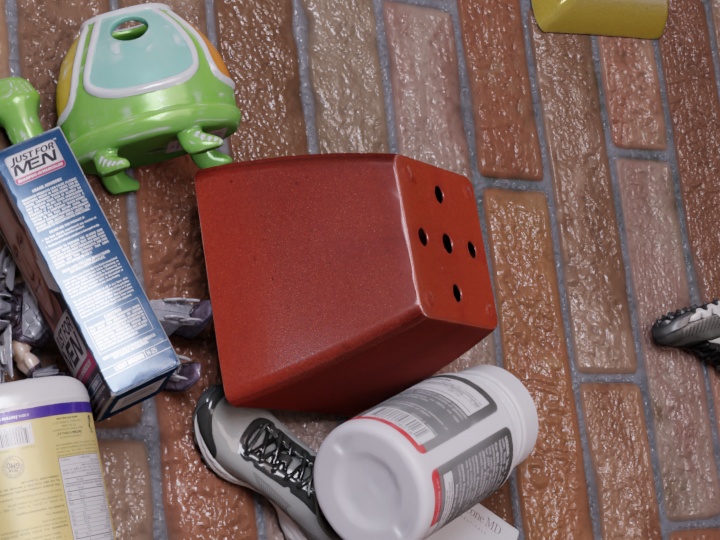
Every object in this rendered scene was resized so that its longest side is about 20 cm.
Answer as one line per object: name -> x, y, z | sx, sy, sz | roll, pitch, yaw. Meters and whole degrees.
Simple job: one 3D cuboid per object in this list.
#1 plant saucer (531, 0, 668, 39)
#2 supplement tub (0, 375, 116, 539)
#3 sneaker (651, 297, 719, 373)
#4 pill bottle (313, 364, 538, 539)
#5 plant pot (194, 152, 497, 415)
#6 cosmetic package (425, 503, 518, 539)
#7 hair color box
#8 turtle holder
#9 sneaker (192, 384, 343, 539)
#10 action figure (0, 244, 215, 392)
plant saucer -> 0.260, -0.359, 1.859 | 0.199, 0.048, 0.202 | -3, 79, -39
supplement tub -> -0.251, 0.188, 1.238 | 0.145, 0.145, 0.202 | -7, 82, -39
sneaker -> 0.392, 0.076, 1.824 | 0.199, 0.066, 0.091 | -6, 78, -41
pill bottle -> 0.060, 0.153, 1.429 | 0.200, 0.113, 0.115 | -21, 91, -53
plant pot -> 0.000, 0.000, 1.425 | 0.200, 0.175, 0.201 | 12, 65, -57
cosmetic package -> 0.058, 0.295, 1.496 | 0.101, 0.074, 0.201 | 36, 59, -25
hair color box -> -0.212, 0.005, 1.280 | 0.060, 0.100, 0.201 | -25, 82, -22
turtle holder -> -0.194, -0.138, 1.398 | 0.141, 0.184, 0.133 | -2, 76, -71
sneaker -> -0.060, 0.168, 1.437 | 0.200, 0.079, 0.074 | 47, 56, -16
action figure -> -0.219, 0.041, 1.358 | 0.199, 0.069, 0.131 | 13, 74, -32
